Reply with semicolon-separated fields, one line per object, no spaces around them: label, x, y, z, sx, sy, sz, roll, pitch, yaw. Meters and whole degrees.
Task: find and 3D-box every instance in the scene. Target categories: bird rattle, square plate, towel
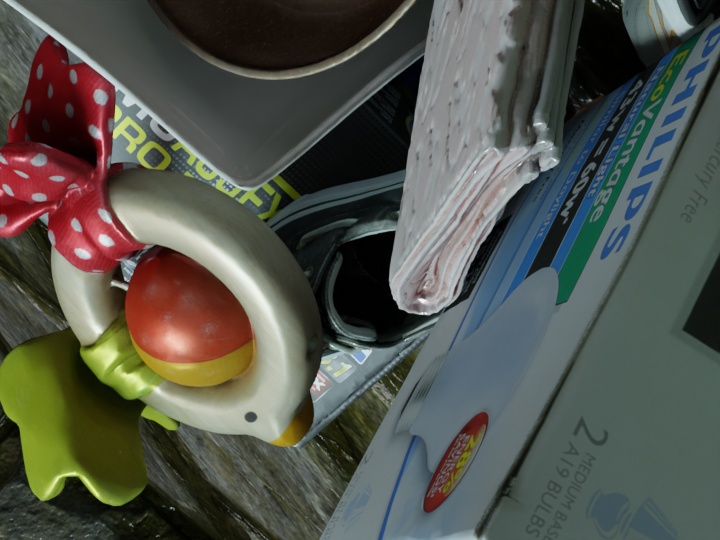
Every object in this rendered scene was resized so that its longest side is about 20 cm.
bird rattle;-0.088;0.002;0.867;0.162;0.113;0.202;14;124;21
square plate;-0.054;-0.134;0.850;0.200;0.198;0.029;38;146;19
towel;0.052;-0.101;0.710;0.032;0.202;0.191;13;164;-6

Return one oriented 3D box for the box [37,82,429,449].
box;-0.046;-0.034;0.942;0.200;0.160;0.044;43;-153;-13

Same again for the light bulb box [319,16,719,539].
light bulb box;0.100;0.044;0.690;0.124;0.199;0.200;31;163;-8

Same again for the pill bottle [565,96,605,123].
pill bottle;0.151;0.016;0.895;0.200;0.106;0.106;45;164;-5

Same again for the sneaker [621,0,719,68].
sneaker;0.121;-0.105;0.726;0.092;0.076;0.201;34;161;45

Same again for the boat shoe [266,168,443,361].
boat shoe;0.000;0.000;0.867;0.199;0.071;0.072;-29;104;38

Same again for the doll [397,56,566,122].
doll;0.063;-0.071;0.993;0.136;0.049;0.200;8;149;49

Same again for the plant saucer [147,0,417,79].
plant saucer;-0.019;-0.173;0.766;0.200;0.202;0.036;31;-160;36
